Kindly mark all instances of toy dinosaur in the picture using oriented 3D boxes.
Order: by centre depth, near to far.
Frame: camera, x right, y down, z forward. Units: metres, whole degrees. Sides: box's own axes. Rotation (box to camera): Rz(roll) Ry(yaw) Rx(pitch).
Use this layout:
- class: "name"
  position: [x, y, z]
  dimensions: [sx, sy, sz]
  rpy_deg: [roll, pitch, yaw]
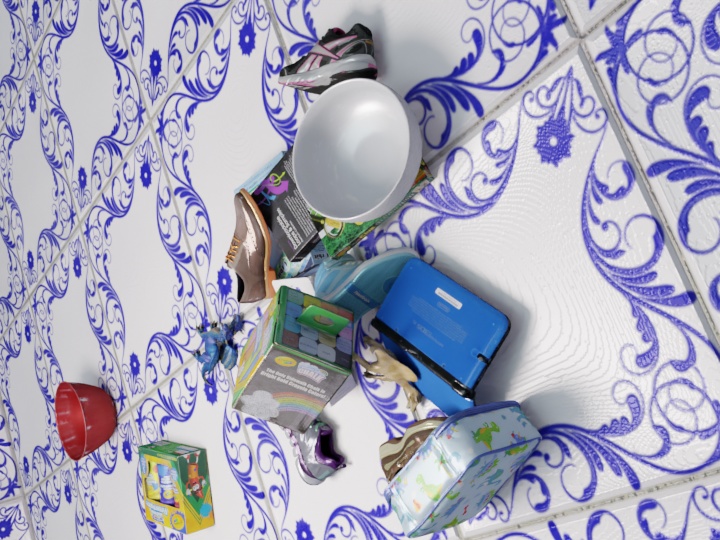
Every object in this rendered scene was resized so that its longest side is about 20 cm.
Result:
- class: "toy dinosaur"
  position: [0.035, 0.130, 1.214]
  dimensions: [0.100, 0.200, 0.059]
  rpy_deg: [19, 67, 35]

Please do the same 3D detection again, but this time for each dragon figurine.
- class: "dragon figurine"
  position: [-0.282, 0.166, 1.670]
  dimensions: [0.099, 0.058, 0.202]
  rpy_deg: [36, 121, 41]

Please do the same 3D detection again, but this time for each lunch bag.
- class: "lunch bag"
  position: [0.134, 0.258, 1.107]
  dimensions: [0.083, 0.159, 0.201]
  rpy_deg: [55, 132, 32]

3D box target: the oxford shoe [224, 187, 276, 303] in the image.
- class: "oxford shoe"
  position: [-0.189, -0.035, 1.405]
  dimensions: [0.071, 0.072, 0.202]
  rpy_deg: [35, 138, 58]

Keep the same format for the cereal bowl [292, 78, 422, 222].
- class: "cereal bowl"
  position: [0.005, -0.163, 1.196]
  dimensions: [0.198, 0.083, 0.203]
  rpy_deg: [-4, 83, 33]

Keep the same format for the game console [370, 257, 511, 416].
- class: "game console"
  position: [0.121, 0.108, 1.193]
  dimensions: [0.199, 0.118, 0.172]
  rpy_deg: [35, 97, 40]

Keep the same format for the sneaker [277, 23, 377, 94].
- class: "sneaker"
  position: [-0.045, -0.325, 1.304]
  dimensions: [0.198, 0.080, 0.088]
  rpy_deg: [1, 85, 42]

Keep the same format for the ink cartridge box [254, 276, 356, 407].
- class: "ink cartridge box"
  position: [-0.098, 0.117, 1.385]
  dimensions: [0.115, 0.066, 0.202]
  rpy_deg: [-6, 112, 51]

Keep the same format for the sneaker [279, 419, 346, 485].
- class: "sneaker"
  position: [-0.089, 0.261, 1.461]
  dimensions: [0.087, 0.074, 0.202]
  rpy_deg: [-34, 77, 30]

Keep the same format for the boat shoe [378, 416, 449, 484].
- class: "boat shoe"
  position: [0.090, 0.267, 1.216]
  dimensions: [0.202, 0.074, 0.076]
  rpy_deg: [129, 142, -57]

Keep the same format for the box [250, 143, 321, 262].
- class: "box"
  position: [-0.080, -0.130, 1.352]
  dimensions: [0.200, 0.036, 0.144]
  rpy_deg: [-44, 66, 26]

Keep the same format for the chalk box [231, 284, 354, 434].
- class: "chalk box"
  position: [-0.086, 0.114, 1.217]
  dimensions: [0.201, 0.123, 0.125]
  rpy_deg: [-54, 21, 35]

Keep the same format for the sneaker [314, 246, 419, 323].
- class: "sneaker"
  position: [0.000, 0.000, 1.292]
  dimensions: [0.199, 0.080, 0.131]
  rpy_deg: [-34, 33, 19]

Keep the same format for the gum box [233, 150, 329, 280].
- class: "gum box"
  position: [-0.137, -0.078, 1.465]
  dimensions: [0.169, 0.044, 0.202]
  rpy_deg: [-29, 73, 48]

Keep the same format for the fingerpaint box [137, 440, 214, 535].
- class: "fingerpaint box"
  position: [-0.408, 0.470, 1.862]
  dimensions: [0.199, 0.073, 0.169]
  rpy_deg: [-4, 93, 51]

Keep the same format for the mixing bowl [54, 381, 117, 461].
- class: "mixing bowl"
  position: [-0.686, 0.369, 2.154]
  dimensions: [0.199, 0.108, 0.203]
  rpy_deg: [13, 107, 48]

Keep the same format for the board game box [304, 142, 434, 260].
- class: "board game box"
  position: [0.009, -0.115, 1.252]
  dimensions: [0.200, 0.023, 0.105]
  rpy_deg: [-39, 67, 25]
